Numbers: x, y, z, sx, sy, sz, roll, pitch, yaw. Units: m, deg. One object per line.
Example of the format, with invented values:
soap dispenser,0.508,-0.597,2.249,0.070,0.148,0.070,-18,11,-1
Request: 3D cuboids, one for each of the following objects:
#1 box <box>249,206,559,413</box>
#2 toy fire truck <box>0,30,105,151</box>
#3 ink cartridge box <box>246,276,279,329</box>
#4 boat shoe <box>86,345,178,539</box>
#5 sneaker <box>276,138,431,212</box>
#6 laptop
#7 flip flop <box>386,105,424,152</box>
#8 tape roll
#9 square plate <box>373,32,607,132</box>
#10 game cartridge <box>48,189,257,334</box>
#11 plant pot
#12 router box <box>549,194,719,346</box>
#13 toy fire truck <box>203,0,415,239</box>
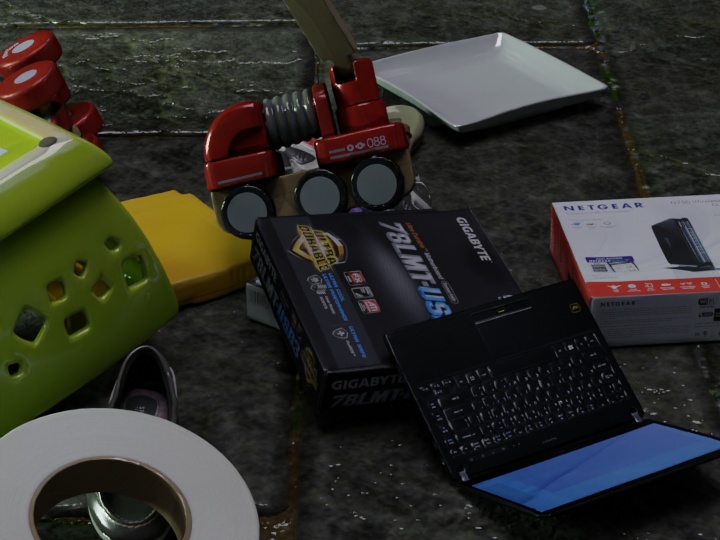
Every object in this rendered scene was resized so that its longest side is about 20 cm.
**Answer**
box,0.031,0.026,1.460,0.197,0.050,0.200,-5,39,-19
toy fire truck,-0.349,-0.135,1.785,0.167,0.113,0.200,-26,28,4
ink cartridge box,0.000,0.000,1.574,0.099,0.039,0.200,17,32,31
boat shoe,-0.165,0.125,1.320,0.066,0.057,0.200,-2,28,-2
sneaker,-0.031,-0.077,1.686,0.199,0.084,0.081,16,44,-1
laptop,0.144,0.088,1.327,0.176,0.103,0.201,-14,65,-26
flip flop,0.023,-0.129,1.794,0.081,0.058,0.200,6,29,11
tape roll,-0.166,0.174,1.192,0.201,0.037,0.203,9,40,-7
square plate,0.130,-0.200,1.957,0.199,0.029,0.198,-17,32,-27
game cartridge,-0.204,-0.010,1.608,0.199,0.033,0.176,-14,31,-29
plant pot,-0.290,-0.019,1.424,0.199,0.182,0.199,-36,41,-29
router box,0.275,-0.003,1.562,0.198,0.049,0.180,-3,28,-5
toy fire truck,-0.055,-0.138,1.560,0.175,0.201,0.129,-12,1,5
